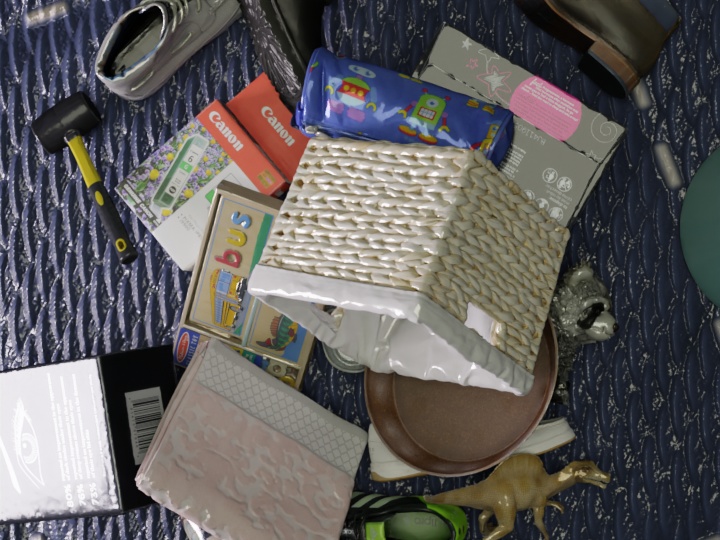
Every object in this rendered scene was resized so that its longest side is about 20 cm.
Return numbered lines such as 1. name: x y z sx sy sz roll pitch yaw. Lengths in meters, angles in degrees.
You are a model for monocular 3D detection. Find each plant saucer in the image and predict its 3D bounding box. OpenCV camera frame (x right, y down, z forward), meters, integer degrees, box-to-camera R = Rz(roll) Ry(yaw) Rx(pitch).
1. plant saucer: 0.097 0.094 1.510 0.200 0.034 0.201 -12 67 29

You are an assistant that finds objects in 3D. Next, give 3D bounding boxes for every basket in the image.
1. basket: 0.046 -0.005 1.434 0.200 0.198 0.161 7 71 39

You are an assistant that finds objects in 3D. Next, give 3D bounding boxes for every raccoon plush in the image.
1. raccoon plush: 0.144 0.043 1.559 0.200 0.097 0.134 16 83 5

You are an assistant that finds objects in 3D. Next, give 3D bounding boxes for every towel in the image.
1. towel: -0.093 0.177 1.513 0.200 0.191 0.032 34 134 -13

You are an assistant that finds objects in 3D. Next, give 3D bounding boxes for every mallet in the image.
1. mallet: -0.268 -0.083 1.582 0.066 0.041 0.200 -26 62 9

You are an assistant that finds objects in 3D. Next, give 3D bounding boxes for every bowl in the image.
1. bowl: 0.406 -0.043 1.528 0.200 0.105 0.201 0 88 4

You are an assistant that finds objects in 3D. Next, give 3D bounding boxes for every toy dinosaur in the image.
1. toy dinosaur: 0.133 0.216 1.533 0.200 0.058 0.101 -6 119 -23

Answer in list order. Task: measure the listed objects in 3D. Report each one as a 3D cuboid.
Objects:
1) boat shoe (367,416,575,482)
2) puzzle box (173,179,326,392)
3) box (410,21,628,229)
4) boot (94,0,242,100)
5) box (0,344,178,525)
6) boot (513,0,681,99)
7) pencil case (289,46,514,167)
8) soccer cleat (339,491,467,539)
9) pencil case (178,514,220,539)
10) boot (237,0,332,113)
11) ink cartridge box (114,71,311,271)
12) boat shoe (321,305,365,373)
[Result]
1. boat shoe: 0.104 0.155 1.567 0.200 0.071 0.069 -10 85 4
2. puzzle box: -0.099 0.024 1.567 0.133 0.025 0.200 20 116 6
3. box: 0.134 -0.123 1.547 0.200 0.115 0.132 31 93 7
4. boot: -0.176 -0.247 1.583 0.074 0.096 0.200 40 92 4
5. box: -0.272 0.156 1.542 0.200 0.104 0.148 -9 89 35
6. boot: 0.215 -0.268 1.572 0.097 0.075 0.200 -44 93 -9
7. pencil case: 0.035 -0.134 1.461 0.200 0.078 0.087 19 62 8
8. soccer cleat: 0.002 0.245 1.567 0.200 0.081 0.068 -3 89 7
9. pencil case: -0.129 0.252 1.559 0.089 0.078 0.200 -31 70 -9
10. boot: -0.031 -0.265 1.576 0.158 0.079 0.211 -25 102 -16
11. ink cartridge box: -0.129 -0.104 1.600 0.200 0.050 0.109 -41 86 4
12. boat shoe: 0.002 0.000 1.580 0.074 0.065 0.202 13 92 5
